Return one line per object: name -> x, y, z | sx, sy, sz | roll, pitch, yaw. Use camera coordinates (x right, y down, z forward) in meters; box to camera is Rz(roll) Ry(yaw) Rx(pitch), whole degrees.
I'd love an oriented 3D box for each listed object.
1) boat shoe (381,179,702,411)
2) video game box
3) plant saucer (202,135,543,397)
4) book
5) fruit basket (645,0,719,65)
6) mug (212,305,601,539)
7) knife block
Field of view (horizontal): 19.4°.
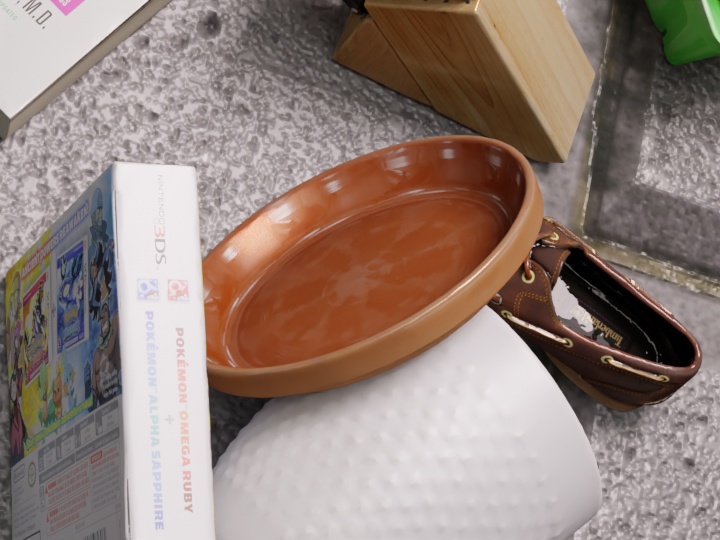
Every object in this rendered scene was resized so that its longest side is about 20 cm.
boat shoe -> 0.100, 0.003, 1.160 | 0.199, 0.070, 0.071 | 31, 68, -8
video game box -> -0.122, 0.064, 0.991 | 0.047, 0.200, 0.183 | 0, 76, -24
plant saucer -> 0.000, 0.000, 1.065 | 0.200, 0.200, 0.032 | -39, 118, -24
book -> -0.163, -0.183, 1.132 | 0.134, 0.048, 0.200 | 45, 67, 1
fruit basket -> 0.274, -0.198, 1.207 | 0.215, 0.216, 0.156 | -16, 82, -23
mug -> 0.021, 0.136, 1.057 | 0.175, 0.148, 0.201 | -34, 99, -18
knife block -> 0.062, -0.147, 1.128 | 0.199, 0.176, 0.064 | 26, 69, -12
